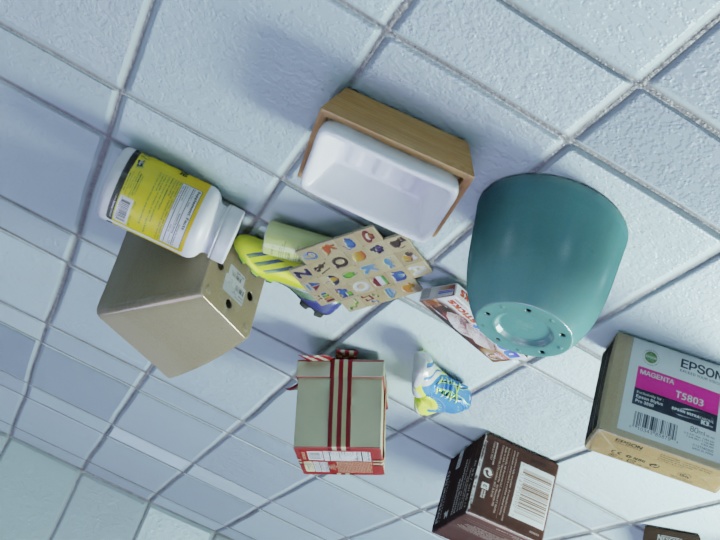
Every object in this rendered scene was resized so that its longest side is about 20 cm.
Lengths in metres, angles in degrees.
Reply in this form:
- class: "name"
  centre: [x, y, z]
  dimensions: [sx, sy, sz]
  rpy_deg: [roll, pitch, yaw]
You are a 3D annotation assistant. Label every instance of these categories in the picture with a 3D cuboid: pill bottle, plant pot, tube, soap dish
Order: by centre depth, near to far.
- class: "soap dish"
  centre: [0.030, -0.129, 1.217]
  dimensions: [0.197, 0.082, 0.158]
  rpy_deg: [23, 151, -3]
- class: "plant pot"
  centre: [0.221, 0.008, 1.235]
  dimensions: [0.197, 0.163, 0.202]
  rpy_deg: [16, 151, 9]
- class: "pill bottle"
  centre: [-0.275, -0.090, 1.454]
  dimensions: [0.197, 0.114, 0.113]
  rpy_deg: [25, 151, -7]
- class: "tube"
  centre: [-0.048, -0.025, 1.480]
  dimensions: [0.196, 0.053, 0.058]
  rpy_deg: [16, -174, -1]
- class: "plant pot"
  centre: [-0.267, 0.028, 1.581]
  dimensions: [0.174, 0.203, 0.200]
  rpy_deg: [-10, 140, 28]

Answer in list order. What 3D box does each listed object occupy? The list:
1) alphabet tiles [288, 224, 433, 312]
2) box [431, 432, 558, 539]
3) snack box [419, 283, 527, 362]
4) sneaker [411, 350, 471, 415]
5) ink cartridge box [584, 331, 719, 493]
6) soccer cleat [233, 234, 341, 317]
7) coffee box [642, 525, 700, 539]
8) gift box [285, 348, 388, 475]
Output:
- class: "alphabet tiles"
  centre: [0.000, 0.000, 1.468]
  dimensions: [0.197, 0.006, 0.167]
  rpy_deg: [-17, 138, 25]
- class: "box"
  centre: [0.261, 0.447, 1.929]
  dimensions: [0.162, 0.168, 0.200]
  rpy_deg: [23, 150, -6]
- class: "snack box"
  centre: [0.177, 0.082, 1.518]
  dimensions: [0.071, 0.025, 0.199]
  rpy_deg: [-11, 141, 43]
- class: "sneaker"
  centre: [0.142, 0.195, 1.705]
  dimensions: [0.103, 0.077, 0.201]
  rpy_deg: [3, 155, 7]
- class: "ink cartridge box"
  centre: [0.434, 0.200, 1.406]
  dimensions: [0.196, 0.167, 0.076]
  rpy_deg: [17, 149, 5]
- class: "soccer cleat"
  centre: [-0.107, -0.007, 1.553]
  dimensions: [0.199, 0.065, 0.084]
  rpy_deg: [34, 119, -14]
- class: "coffee box"
  centre: [0.649, 0.609, 2.030]
  dimensions: [0.112, 0.081, 0.201]
  rpy_deg: [4, 146, 28]
- class: "gift box"
  centre: [-0.046, 0.253, 1.787]
  dimensions: [0.195, 0.190, 0.186]
  rpy_deg: [3, 152, 1]
